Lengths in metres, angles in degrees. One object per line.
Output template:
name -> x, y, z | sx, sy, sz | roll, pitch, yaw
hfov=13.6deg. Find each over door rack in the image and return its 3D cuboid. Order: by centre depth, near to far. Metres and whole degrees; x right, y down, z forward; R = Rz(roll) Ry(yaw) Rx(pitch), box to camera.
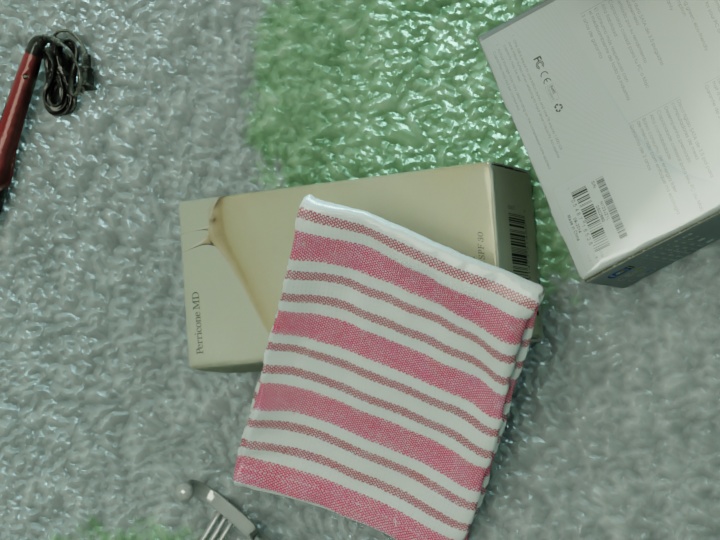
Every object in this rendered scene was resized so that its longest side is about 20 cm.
over door rack -> -0.066, 0.236, 1.764 | 0.200, 0.067, 0.148 | 35, 101, 22

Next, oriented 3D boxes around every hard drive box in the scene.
hard drive box -> 0.189, -0.103, 1.671 | 0.199, 0.077, 0.157 | -27, 77, 20

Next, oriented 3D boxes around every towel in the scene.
towel -> 0.013, 0.065, 1.698 | 0.146, 0.030, 0.201 | 20, 124, 7

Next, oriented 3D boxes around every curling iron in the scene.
curling iron -> -0.220, -0.057, 1.873 | 0.049, 0.026, 0.201 | 30, 99, 25

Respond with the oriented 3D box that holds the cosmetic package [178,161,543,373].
cosmetic package -> 0.000, 0.000, 1.749 | 0.199, 0.073, 0.104 | -8, 84, 22
